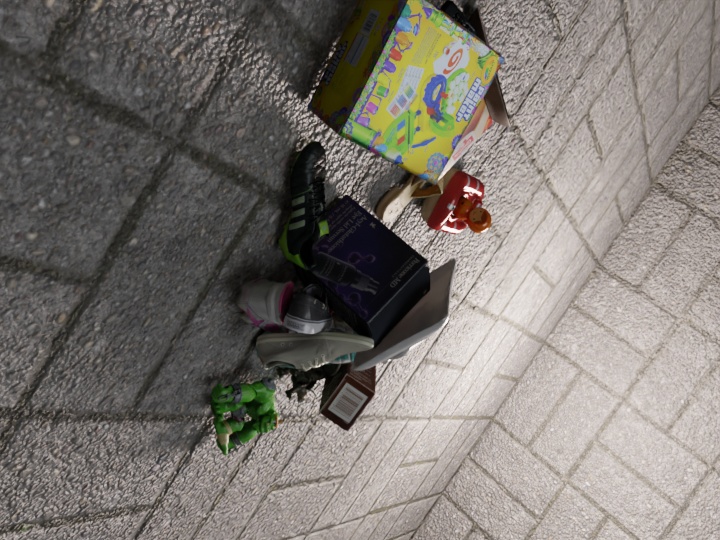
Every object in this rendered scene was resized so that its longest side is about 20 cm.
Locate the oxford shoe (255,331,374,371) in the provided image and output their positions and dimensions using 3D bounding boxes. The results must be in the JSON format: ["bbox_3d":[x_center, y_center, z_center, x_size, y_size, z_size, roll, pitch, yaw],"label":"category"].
[{"bbox_3d":[-0.073,0.130,1.089,0.075,0.194,0.059,60,28,-70],"label":"oxford shoe"}]

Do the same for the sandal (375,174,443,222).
[{"bbox_3d":[0.123,-0.158,1.292,0.212,0.069,0.078,-46,154,-16],"label":"sandal"}]

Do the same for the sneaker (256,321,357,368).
[{"bbox_3d":[-0.088,0.140,1.228,0.092,0.194,0.080,100,-9,-69],"label":"sneaker"}]

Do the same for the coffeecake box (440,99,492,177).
[{"bbox_3d":[0.136,-0.268,1.171,0.154,0.073,0.200,-46,153,2],"label":"coffeecake box"}]

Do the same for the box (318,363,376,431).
[{"bbox_3d":[-0.021,0.214,1.354,0.101,0.074,0.200,-54,-173,15],"label":"box"}]

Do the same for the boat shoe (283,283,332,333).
[{"bbox_3d":[-0.079,0.055,1.081,0.200,0.068,0.068,0,104,-81],"label":"boat shoe"}]

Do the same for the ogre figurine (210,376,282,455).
[{"bbox_3d":[-0.206,0.253,1.223,0.117,0.098,0.204,-18,124,-22],"label":"ogre figurine"}]

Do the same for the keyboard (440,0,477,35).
[{"bbox_3d":[0.092,-0.319,1.038,0.104,0.040,0.201,38,90,-19],"label":"keyboard"}]

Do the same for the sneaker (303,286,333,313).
[{"bbox_3d":[-0.030,0.034,1.267,0.199,0.079,0.116,-42,158,-1],"label":"sneaker"}]

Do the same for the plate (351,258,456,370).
[{"bbox_3d":[0.084,0.081,1.169,0.197,0.033,0.201,-32,-163,26],"label":"plate"}]

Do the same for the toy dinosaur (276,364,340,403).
[{"bbox_3d":[-0.095,0.192,1.311,0.101,0.078,0.200,-22,163,-48],"label":"toy dinosaur"}]

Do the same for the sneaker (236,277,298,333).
[{"bbox_3d":[-0.152,0.054,1.103,0.201,0.086,0.083,98,6,-73],"label":"sneaker"}]

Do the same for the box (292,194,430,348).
[{"bbox_3d":[0.000,0.000,1.136,0.148,0.199,0.105,-44,155,-16],"label":"box"}]

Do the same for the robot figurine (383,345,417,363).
[{"bbox_3d":[0.079,0.112,1.396,0.199,0.111,0.173,-23,139,-60],"label":"robot figurine"}]

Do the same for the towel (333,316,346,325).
[{"bbox_3d":[0.006,0.066,1.342,0.200,0.037,0.148,-44,178,-23],"label":"towel"}]

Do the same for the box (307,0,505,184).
[{"bbox_3d":[0.063,-0.263,0.960,0.190,0.122,0.203,20,106,-36],"label":"box"}]

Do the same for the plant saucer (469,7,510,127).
[{"bbox_3d":[0.215,-0.339,1.156,0.031,0.205,0.200,-16,157,16],"label":"plant saucer"}]

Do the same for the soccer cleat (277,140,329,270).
[{"bbox_3d":[-0.075,-0.097,1.041,0.067,0.080,0.204,-22,138,-44],"label":"soccer cleat"}]

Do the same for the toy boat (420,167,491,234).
[{"bbox_3d":[0.215,-0.125,1.409,0.198,0.130,0.133,5,118,-59],"label":"toy boat"}]
